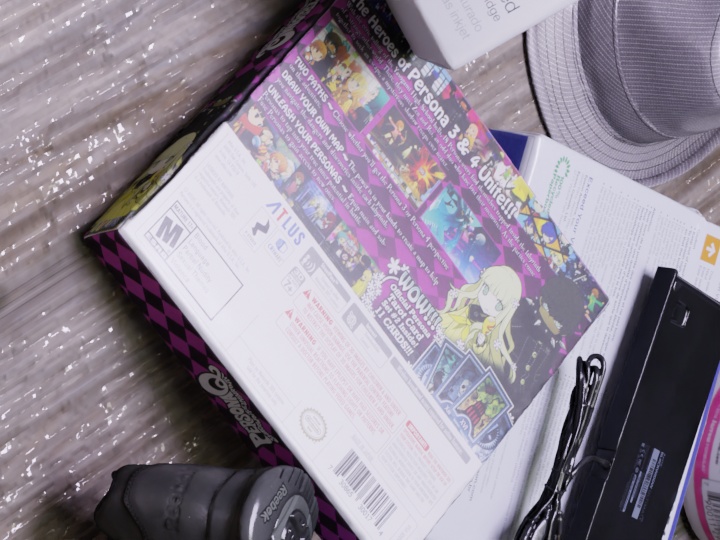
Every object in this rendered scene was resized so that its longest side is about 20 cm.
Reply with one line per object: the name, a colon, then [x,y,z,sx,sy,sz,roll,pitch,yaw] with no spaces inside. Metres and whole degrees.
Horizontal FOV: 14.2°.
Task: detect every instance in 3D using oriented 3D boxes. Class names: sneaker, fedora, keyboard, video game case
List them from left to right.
sneaker: [-0.059,0.137,1.221,0.200,0.090,0.076,81,25,-51]
video game case: [0.000,0.000,1.246,0.200,0.036,0.181,52,58,-20]
keyboard: [0.120,0.095,1.390,0.127,0.021,0.201,30,76,-54]
fedora: [0.178,-0.129,1.417,0.200,0.090,0.177,-36,123,-38]

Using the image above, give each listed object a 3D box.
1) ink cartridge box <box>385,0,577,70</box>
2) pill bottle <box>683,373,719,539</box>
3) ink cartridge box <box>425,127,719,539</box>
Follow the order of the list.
ink cartridge box: [0.083,-0.195,1.206,0.200,0.083,0.145,-30,100,-4]
pill bottle: [0.276,0.110,1.491,0.113,0.200,0.114,-13,107,-47]
ink cartridge box: [0.101,0.051,1.403,0.200,0.041,0.200,23,83,-49]
